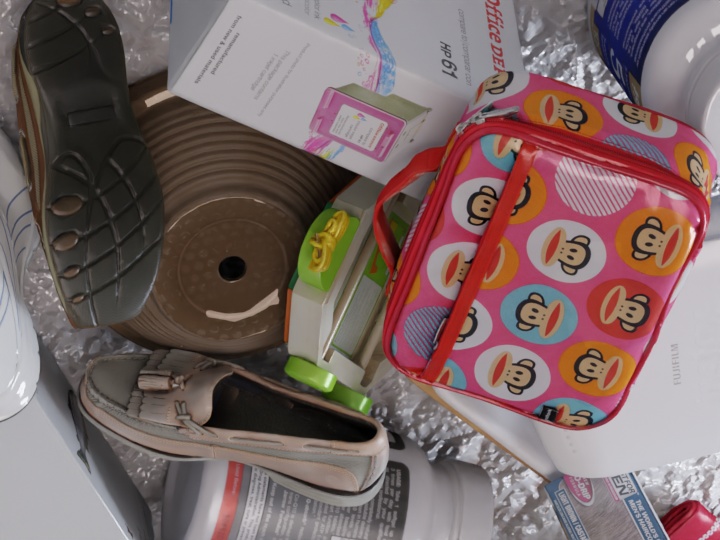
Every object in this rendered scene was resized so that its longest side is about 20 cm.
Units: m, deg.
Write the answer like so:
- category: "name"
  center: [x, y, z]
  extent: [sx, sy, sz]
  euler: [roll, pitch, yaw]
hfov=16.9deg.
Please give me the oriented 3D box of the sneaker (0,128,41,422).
- category: "sneaker"
  center: [-0.228, -0.013, 1.424]
  extent: [0.074, 0.200, 0.087]
  euler: [-13, 156, 5]

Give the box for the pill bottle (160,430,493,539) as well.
- category: "pill bottle"
  center: [-0.021, 0.156, 1.584]
  extent: [0.200, 0.116, 0.116]
  euler: [13, 113, -16]

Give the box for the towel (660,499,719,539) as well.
- category: "towel"
  center: [0.247, 0.263, 1.745]
  extent: [0.145, 0.022, 0.200]
  euler: [-43, 117, 11]

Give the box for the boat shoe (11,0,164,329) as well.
- category: "boat shoe"
  center: [-0.166, -0.066, 1.439]
  extent: [0.076, 0.074, 0.201]
  euler: [-6, 90, -23]

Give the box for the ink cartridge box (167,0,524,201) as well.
- category: "ink cartridge box"
  center: [-0.006, -0.135, 1.418]
  extent: [0.200, 0.145, 0.085]
  euler: [24, 125, -21]

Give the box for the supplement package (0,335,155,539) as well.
- category: "supplement package"
  center: [-0.221, 0.137, 1.535]
  extent: [0.117, 0.117, 0.200]
  euler: [-27, 119, 3]

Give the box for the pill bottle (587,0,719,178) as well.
- category: "pill bottle"
  center: [0.216, -0.126, 1.442]
  extent: [0.119, 0.200, 0.120]
  euler: [-4, 117, -9]

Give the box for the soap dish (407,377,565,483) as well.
- category: "soap dish"
  center: [0.146, 0.031, 1.575]
  extent: [0.157, 0.081, 0.200]
  euler: [37, 104, -25]

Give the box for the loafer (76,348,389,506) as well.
- category: "loafer"
  center: [-0.076, 0.085, 1.492]
  extent: [0.200, 0.072, 0.063]
  euler: [18, 144, 2]

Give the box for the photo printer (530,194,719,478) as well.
- category: "photo printer"
  center: [0.195, 0.039, 1.503]
  extent: [0.200, 0.069, 0.167]
  euler: [-11, 117, -6]

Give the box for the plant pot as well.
- category: "plant pot"
  center: [-0.084, -0.022, 1.497]
  extent: [0.200, 0.093, 0.201]
  euler: [-5, 116, -10]

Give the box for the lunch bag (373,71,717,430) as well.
- category: "lunch bag"
  center: [0.094, -0.015, 1.375]
  extent: [0.176, 0.082, 0.200]
  euler: [19, 128, -2]

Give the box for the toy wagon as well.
- category: "toy wagon"
  center: [0.000, 0.000, 1.482]
  extent: [0.155, 0.040, 0.200]
  euler: [-65, 157, -6]

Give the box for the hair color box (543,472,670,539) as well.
- category: "hair color box"
  center: [0.191, 0.216, 1.609]
  extent: [0.060, 0.100, 0.200]
  euler: [-27, 137, 2]
